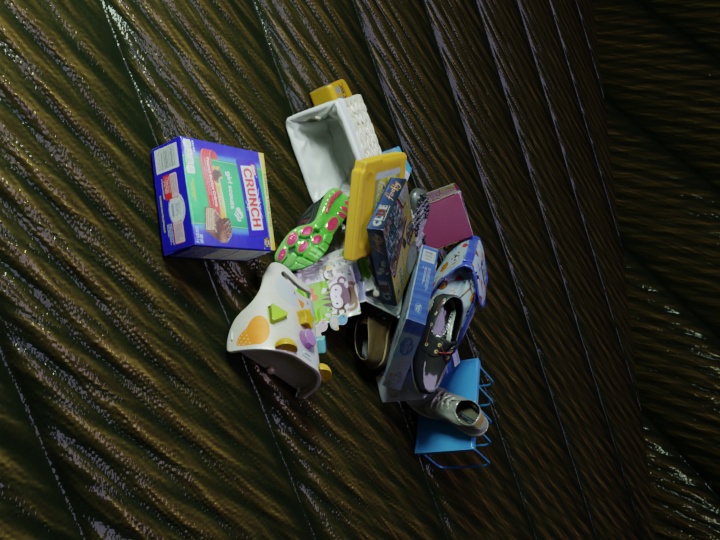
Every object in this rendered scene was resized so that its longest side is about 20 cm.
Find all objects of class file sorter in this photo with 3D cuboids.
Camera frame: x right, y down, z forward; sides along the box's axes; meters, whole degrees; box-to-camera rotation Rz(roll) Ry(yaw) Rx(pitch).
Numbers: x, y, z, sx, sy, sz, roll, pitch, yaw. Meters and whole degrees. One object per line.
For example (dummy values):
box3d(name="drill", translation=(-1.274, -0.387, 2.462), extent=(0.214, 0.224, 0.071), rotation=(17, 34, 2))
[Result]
box3d(name="file sorter", translation=(0.213, 0.317, 1.857), extent=(0.123, 0.136, 0.204), rotation=(44, 44, -45))

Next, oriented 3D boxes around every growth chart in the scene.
box3d(name="growth chart", translation=(-0.053, 0.034, 1.577), extent=(0.197, 0.018, 0.148), rotation=(-27, 97, -28))

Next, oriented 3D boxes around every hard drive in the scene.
box3d(name="hard drive", translation=(0.000, 0.000, 1.663), extent=(0.197, 0.038, 0.143), rotation=(27, 55, -25))

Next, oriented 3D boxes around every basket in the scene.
box3d(name="basket", translation=(-0.038, -0.230, 1.660), extent=(0.123, 0.133, 0.204), rotation=(-42, 116, -56))

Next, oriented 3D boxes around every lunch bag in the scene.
box3d(name="lunch bag", translation=(0.204, 0.042, 1.802), extent=(0.171, 0.121, 0.204), rotation=(-61, 172, -64))

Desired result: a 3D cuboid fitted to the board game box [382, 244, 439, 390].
box3d(name="board game box", translation=(0.099, 0.092, 1.658), extent=(0.202, 0.042, 0.201), rotation=(-74, -179, -45))

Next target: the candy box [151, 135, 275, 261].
box3d(name="candy box", translation=(-0.231, -0.109, 1.365), extent=(0.198, 0.076, 0.174), rotation=(3, 76, -58))

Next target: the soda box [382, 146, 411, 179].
box3d(name="soda box", translation=(0.049, -0.177, 1.846), extent=(0.068, 0.063, 0.202), rotation=(54, 39, -31))

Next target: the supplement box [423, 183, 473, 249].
box3d(name="supplement box", translation=(0.173, -0.118, 1.893), extent=(0.200, 0.128, 0.106), rotation=(-69, 140, -78))

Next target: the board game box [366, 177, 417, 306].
box3d(name="board game box", translation=(0.063, -0.052, 1.604), extent=(0.203, 0.034, 0.137), rotation=(78, 29, -45))

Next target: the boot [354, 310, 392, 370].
box3d(name="boot", translation=(0.025, 0.088, 1.694), extent=(0.075, 0.072, 0.205), rotation=(37, 51, -57))

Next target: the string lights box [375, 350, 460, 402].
box3d(name="string lights box", translation=(0.124, 0.207, 1.785), extent=(0.199, 0.101, 0.060), rotation=(-32, 108, -57))

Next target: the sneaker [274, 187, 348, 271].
box3d(name="sneaker", translation=(-0.090, -0.067, 1.572), extent=(0.077, 0.083, 0.200), rotation=(47, 57, -9))

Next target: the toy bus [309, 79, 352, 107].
box3d(name="toy bus", translation=(-0.031, -0.286, 1.756), extent=(0.078, 0.064, 0.204), rotation=(-42, 114, -54))

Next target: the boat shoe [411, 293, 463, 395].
box3d(name="boat shoe", translation=(0.151, 0.143, 1.669), extent=(0.072, 0.063, 0.206), rotation=(22, 75, -25))

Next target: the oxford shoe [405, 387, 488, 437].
box3d(name="oxford shoe", translation=(0.175, 0.277, 1.762), extent=(0.076, 0.197, 0.058), rotation=(-53, 149, -25))

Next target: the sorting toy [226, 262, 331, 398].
box3d(name="sorting toy", translation=(-0.121, 0.088, 1.453), extent=(0.200, 0.105, 0.184), rotation=(40, 40, -44))

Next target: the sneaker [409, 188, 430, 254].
box3d(name="sneaker", translation=(0.089, -0.100, 1.720), extent=(0.067, 0.089, 0.202), rotation=(-52, 159, -27))

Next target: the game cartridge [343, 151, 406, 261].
box3d(name="game cartridge", translation=(0.029, -0.122, 1.579), extent=(0.199, 0.032, 0.181), rotation=(-29, 127, -64))
